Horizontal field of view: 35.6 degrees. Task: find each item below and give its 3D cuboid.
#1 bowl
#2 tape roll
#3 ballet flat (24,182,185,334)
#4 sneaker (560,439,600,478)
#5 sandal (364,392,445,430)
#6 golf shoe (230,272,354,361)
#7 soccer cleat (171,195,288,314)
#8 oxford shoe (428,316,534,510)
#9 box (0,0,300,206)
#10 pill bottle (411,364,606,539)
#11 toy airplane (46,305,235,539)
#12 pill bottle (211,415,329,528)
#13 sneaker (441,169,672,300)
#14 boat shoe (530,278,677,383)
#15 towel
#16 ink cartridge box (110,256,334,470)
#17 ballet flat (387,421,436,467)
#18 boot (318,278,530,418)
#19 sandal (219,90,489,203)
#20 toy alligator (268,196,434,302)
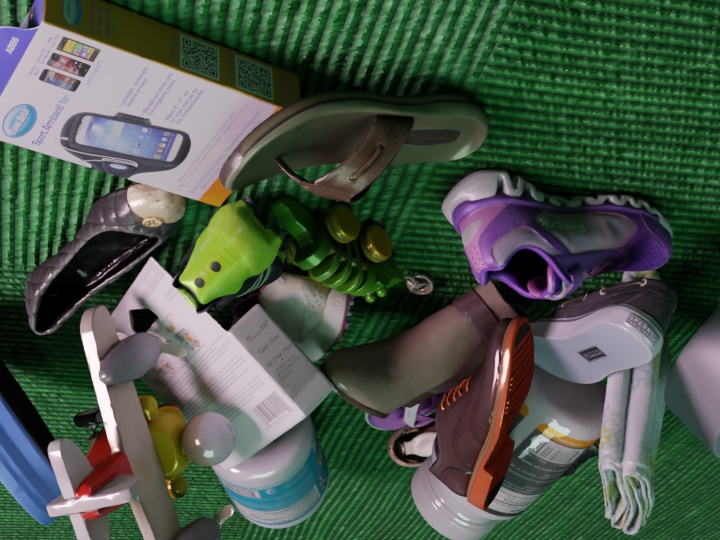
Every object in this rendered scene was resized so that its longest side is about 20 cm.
[{"bbox_3d":[-0.305,0.123,0.957,0.039,0.201,0.201,-33,150,-12],"label":"bowl"},{"bbox_3d":[0.364,0.073,0.987,0.200,0.066,0.200,-28,145,-21],"label":"tape roll"},{"bbox_3d":[-0.197,-0.009,0.872,0.066,0.057,0.200,20,140,-36],"label":"ballet flat"},{"bbox_3d":[0.234,0.191,1.255,0.199,0.060,0.104,-7,147,13],"label":"sneaker"},{"bbox_3d":[0.075,0.126,1.132,0.082,0.050,0.203,19,139,-33],"label":"sandal"},{"bbox_3d":[-0.084,0.060,1.001,0.091,0.075,0.200,23,136,-18],"label":"golf shoe"},{"bbox_3d":[-0.097,-0.008,0.814,0.081,0.068,0.200,-44,180,-4],"label":"soccer cleat"},{"bbox_3d":[0.100,0.119,0.971,0.072,0.071,0.200,23,123,21],"label":"oxford shoe"},{"bbox_3d":[-0.153,-0.112,0.731,0.200,0.042,0.119,18,141,-29],"label":"box"},{"bbox_3d":[0.140,0.169,1.085,0.116,0.117,0.200,16,128,-30],"label":"pill bottle"},{"bbox_3d":[-0.172,0.151,0.913,0.141,0.199,0.200,-16,141,-1],"label":"toy airplane"},{"bbox_3d":[-0.093,0.200,1.173,0.111,0.111,0.200,-7,149,3],"label":"pill bottle"},{"bbox_3d":[0.160,-0.014,0.885,0.200,0.089,0.081,8,145,-22],"label":"sneaker"},{"bbox_3d":[0.195,0.043,0.927,0.070,0.066,0.200,39,162,-3],"label":"boat shoe"},{"bbox_3d":[0.249,0.118,1.006,0.048,0.200,0.171,5,152,17],"label":"towel"},{"bbox_3d":[-0.131,0.077,0.966,0.176,0.045,0.200,47,146,-1],"label":"ink cartridge box"},{"bbox_3d":[0.121,0.179,1.198,0.200,0.068,0.067,-16,169,15],"label":"ballet flat"},{"bbox_3d":[0.065,0.062,0.981,0.146,0.070,0.200,-39,158,15],"label":"boot"},{"bbox_3d":[0.005,-0.078,0.749,0.201,0.057,0.080,-9,158,-25],"label":"sandal"},{"bbox_3d":[0.000,0.000,0.916,0.059,0.054,0.200,-26,142,31],"label":"toy alligator"}]
